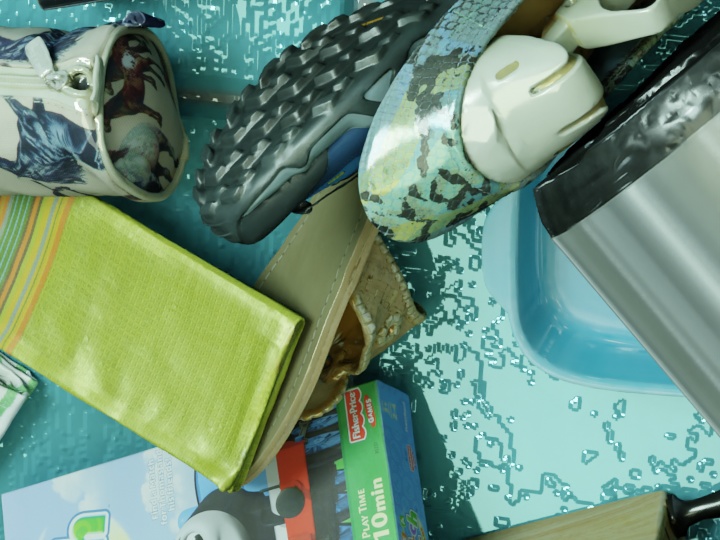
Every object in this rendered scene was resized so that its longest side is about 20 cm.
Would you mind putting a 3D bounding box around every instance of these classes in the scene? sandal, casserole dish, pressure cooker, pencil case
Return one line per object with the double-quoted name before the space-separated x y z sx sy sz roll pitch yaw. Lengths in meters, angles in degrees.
"sandal" 0.002 0.002 1.026 0.070 0.078 0.212 13 103 -29
"casserole dish" 0.152 -0.008 1.003 0.200 0.039 0.121 3 111 11
"pressure cooker" 0.186 -0.009 0.878 0.176 0.179 0.200 -39 91 8
"pencil case" -0.176 -0.071 1.018 0.200 0.078 0.089 2 153 20

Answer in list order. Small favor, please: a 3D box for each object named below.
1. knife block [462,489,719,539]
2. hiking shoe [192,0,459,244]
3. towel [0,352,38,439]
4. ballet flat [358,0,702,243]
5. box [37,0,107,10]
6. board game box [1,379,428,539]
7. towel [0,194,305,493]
"knife block" 0.115 0.140 1.066 0.200 0.176 0.064 6 121 60
"hiking shoe" 0.026 -0.068 0.943 0.200 0.074 0.087 -41 117 -9
"towel" -0.269 0.048 1.130 0.200 0.023 0.153 35 115 -3
"ballet flat" 0.078 -0.088 0.896 0.074 0.074 0.200 41 74 -5
"box" -0.075 -0.215 0.969 0.159 0.046 0.200 -8 109 15
"board game box" -0.063 0.148 1.061 0.200 0.037 0.151 -19 65 24
"towel" -0.117 0.013 1.038 0.200 0.018 0.086 29 109 27
